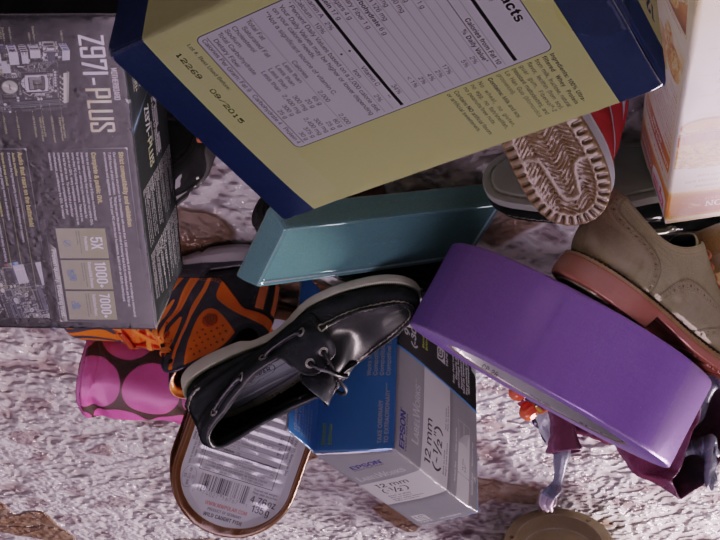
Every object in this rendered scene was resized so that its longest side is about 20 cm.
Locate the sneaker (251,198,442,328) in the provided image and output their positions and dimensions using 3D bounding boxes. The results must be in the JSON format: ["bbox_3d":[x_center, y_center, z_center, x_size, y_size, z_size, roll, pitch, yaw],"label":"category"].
[{"bbox_3d":[0.000,0.000,0.924,0.199,0.075,0.079,25,145,-29],"label":"sneaker"}]

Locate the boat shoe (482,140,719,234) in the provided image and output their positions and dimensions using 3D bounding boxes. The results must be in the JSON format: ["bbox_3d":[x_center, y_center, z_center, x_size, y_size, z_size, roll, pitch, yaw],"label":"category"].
[{"bbox_3d":[0.183,-0.052,0.828,0.198,0.076,0.061,-2,140,9],"label":"boat shoe"}]

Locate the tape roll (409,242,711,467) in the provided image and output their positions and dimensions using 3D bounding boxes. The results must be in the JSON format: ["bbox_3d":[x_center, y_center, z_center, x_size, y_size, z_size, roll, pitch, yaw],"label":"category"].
[{"bbox_3d":[0.134,0.058,0.843,0.199,0.066,0.200,29,175,3],"label":"tape roll"}]

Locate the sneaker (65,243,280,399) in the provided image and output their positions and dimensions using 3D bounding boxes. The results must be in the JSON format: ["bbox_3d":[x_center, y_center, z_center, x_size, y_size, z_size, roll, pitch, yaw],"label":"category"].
[{"bbox_3d":[-0.159,0.049,0.970,0.198,0.113,0.078,-14,142,23],"label":"sneaker"}]

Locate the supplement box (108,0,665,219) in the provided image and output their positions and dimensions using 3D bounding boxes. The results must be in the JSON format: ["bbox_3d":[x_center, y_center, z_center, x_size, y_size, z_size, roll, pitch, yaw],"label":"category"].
[{"bbox_3d":[0.016,-0.164,0.566,0.198,0.201,0.134,-17,142,28],"label":"supplement box"}]

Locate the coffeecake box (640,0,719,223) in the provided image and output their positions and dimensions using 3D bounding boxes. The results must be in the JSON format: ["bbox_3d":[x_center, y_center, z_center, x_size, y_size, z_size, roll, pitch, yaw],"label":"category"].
[{"bbox_3d":[0.249,-0.124,0.704,0.152,0.074,0.201,-8,145,2],"label":"coffeecake box"}]

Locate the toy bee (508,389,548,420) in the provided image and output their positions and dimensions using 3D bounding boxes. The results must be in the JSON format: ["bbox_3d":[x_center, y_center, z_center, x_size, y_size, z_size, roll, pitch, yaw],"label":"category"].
[{"bbox_3d":[0.175,0.085,0.982,0.108,0.131,0.201,-26,154,-46],"label":"toy bee"}]

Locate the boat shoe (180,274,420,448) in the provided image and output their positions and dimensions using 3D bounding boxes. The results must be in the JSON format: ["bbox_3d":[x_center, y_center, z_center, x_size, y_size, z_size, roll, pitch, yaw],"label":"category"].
[{"bbox_3d":[-0.041,0.071,0.883,0.198,0.066,0.075,-23,140,13],"label":"boat shoe"}]

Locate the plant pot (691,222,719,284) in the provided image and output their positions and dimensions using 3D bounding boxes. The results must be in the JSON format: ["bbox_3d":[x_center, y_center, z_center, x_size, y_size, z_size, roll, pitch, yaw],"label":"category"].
[{"bbox_3d":[0.306,-0.008,0.866,0.198,0.028,0.200,-7,163,-2],"label":"plant pot"}]

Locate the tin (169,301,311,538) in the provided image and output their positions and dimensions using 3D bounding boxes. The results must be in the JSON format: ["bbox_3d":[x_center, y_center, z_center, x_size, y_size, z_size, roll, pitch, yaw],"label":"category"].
[{"bbox_3d":[-0.088,0.125,1.022,0.111,0.202,0.042,18,-175,-13],"label":"tin"}]

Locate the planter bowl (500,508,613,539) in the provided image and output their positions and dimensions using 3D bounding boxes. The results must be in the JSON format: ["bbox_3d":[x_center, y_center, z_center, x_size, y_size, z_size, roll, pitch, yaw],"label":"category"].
[{"bbox_3d":[0.212,0.344,1.326,0.198,0.201,0.136,1,119,4],"label":"planter bowl"}]

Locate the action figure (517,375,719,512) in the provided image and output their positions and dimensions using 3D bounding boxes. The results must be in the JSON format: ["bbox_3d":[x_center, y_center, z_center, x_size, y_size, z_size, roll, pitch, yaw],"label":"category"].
[{"bbox_3d":[0.215,0.122,1.056,0.199,0.134,0.150,7,119,41],"label":"action figure"}]

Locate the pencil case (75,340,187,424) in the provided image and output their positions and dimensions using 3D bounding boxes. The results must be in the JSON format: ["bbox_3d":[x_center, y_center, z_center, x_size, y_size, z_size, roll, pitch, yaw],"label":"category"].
[{"bbox_3d":[-0.146,0.104,1.078,0.198,0.092,0.094,10,162,-6],"label":"pencil case"}]

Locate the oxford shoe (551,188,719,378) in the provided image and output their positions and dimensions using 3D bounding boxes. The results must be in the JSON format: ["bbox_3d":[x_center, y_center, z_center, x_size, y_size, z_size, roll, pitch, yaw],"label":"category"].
[{"bbox_3d":[0.216,0.019,0.799,0.199,0.074,0.071,31,176,-29],"label":"oxford shoe"}]

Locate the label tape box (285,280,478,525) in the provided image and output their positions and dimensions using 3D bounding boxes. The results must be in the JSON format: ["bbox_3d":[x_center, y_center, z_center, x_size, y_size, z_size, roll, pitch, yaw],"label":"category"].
[{"bbox_3d":[0.024,0.102,1.003,0.066,0.144,0.200,-16,141,27],"label":"label tape box"}]

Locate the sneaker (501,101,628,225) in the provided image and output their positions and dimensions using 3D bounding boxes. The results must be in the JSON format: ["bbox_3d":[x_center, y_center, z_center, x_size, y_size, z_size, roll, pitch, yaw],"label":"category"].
[{"bbox_3d":[0.105,-0.138,0.731,0.071,0.113,0.201,-13,113,26],"label":"sneaker"}]

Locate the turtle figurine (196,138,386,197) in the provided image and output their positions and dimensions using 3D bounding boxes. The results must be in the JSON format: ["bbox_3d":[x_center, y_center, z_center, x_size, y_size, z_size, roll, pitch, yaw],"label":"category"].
[{"bbox_3d":[-0.018,-0.087,0.794,0.199,0.065,0.162,-17,158,-19],"label":"turtle figurine"}]

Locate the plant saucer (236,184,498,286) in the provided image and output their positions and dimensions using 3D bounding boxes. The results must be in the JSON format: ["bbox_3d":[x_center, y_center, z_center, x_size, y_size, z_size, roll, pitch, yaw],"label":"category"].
[{"bbox_3d":[0.013,-0.024,0.846,0.199,0.019,0.070,-9,144,-36],"label":"plant saucer"}]

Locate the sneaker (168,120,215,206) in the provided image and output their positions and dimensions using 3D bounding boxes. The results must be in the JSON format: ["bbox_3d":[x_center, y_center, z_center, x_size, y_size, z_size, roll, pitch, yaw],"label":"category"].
[{"bbox_3d":[-0.195,-0.074,0.828,0.198,0.076,0.079,-8,142,15],"label":"sneaker"}]

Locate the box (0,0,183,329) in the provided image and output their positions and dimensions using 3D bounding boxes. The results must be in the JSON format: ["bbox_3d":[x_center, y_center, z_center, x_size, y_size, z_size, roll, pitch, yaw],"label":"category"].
[{"bbox_3d":[-0.203,-0.072,0.752,0.162,0.086,0.202,0,118,5],"label":"box"}]
